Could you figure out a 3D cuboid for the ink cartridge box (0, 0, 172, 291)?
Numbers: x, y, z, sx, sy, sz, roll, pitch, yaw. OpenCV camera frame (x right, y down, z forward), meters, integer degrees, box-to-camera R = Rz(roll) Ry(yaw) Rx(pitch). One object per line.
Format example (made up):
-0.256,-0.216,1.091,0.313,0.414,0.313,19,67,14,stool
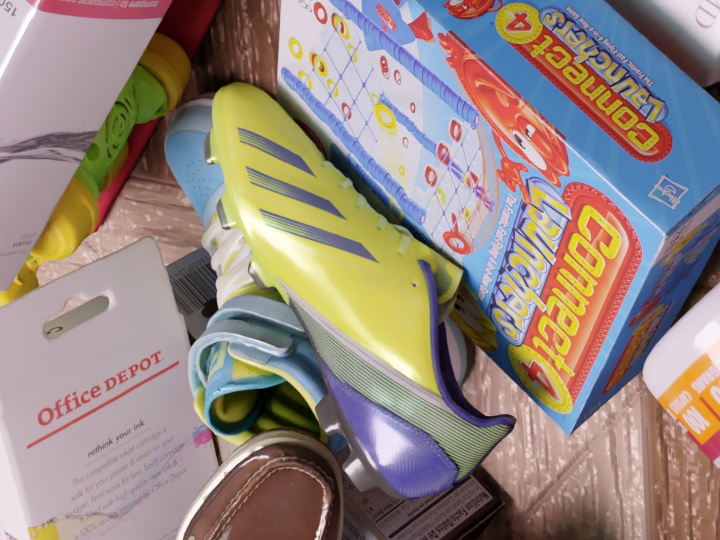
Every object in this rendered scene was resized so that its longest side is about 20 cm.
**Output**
-0.176,-0.105,0.773,0.146,0.083,0.200,43,115,21,ink cartridge box

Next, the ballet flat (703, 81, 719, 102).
0.094,-0.089,0.763,0.200,0.057,0.067,32,156,33,ballet flat

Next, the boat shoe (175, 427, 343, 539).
-0.060,0.170,0.829,0.074,0.075,0.203,19,109,-12,boat shoe

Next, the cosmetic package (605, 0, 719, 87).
0.089,-0.170,0.699,0.200,0.074,0.102,39,133,23,cosmetic package

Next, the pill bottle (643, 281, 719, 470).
0.209,0.075,0.682,0.200,0.113,0.113,49,135,12,pill bottle

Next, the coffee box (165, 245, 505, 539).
-0.039,0.093,0.940,0.200,0.080,0.114,47,137,14,coffee box

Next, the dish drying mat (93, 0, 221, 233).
-0.132,-0.106,0.970,0.077,0.018,0.200,48,135,12,dish drying mat

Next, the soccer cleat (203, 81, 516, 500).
0.000,0.000,0.792,0.084,0.065,0.201,-30,79,17,soccer cleat

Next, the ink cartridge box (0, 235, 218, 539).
-0.135,0.090,0.884,0.067,0.116,0.201,10,118,43,ink cartridge box

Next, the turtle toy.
-0.178,-0.052,0.913,0.101,0.146,0.200,37,137,-11,turtle toy

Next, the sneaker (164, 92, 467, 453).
-0.052,0.005,0.872,0.200,0.130,0.080,47,136,14,sneaker

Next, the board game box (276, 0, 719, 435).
0.051,-0.051,0.748,0.196,0.056,0.200,45,159,17,board game box
